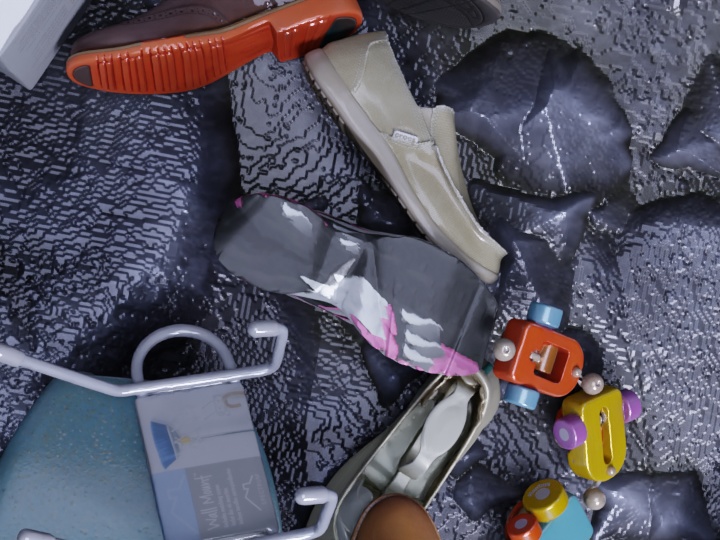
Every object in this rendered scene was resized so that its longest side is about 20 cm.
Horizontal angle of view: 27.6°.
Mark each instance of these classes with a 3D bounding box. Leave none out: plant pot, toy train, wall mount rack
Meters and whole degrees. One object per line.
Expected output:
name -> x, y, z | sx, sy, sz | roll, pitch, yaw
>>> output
plant pot -> -0.143, 0.175, 0.919 | 0.195, 0.196, 0.201 | 6, 71, -7
toy train -> 0.116, 0.125, 0.996 | 0.150, 0.056, 0.201 | 14, 89, -39
wall mount rack -> -0.112, 0.099, 0.822 | 0.173, 0.075, 0.201 | -7, 55, -17

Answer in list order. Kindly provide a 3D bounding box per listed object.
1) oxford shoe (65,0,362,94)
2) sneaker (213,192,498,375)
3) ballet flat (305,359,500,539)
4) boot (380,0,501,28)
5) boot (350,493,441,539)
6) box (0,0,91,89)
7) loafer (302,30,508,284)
oxford shoe -> -0.103, -0.170, 0.978 | 0.199, 0.071, 0.073 | -15, 77, -13
sneaker -> 0.000, 0.000, 0.979 | 0.199, 0.086, 0.081 | 29, 93, -6
ballet flat -> 0.026, 0.141, 0.999 | 0.069, 0.069, 0.200 | 36, 88, -7
boot -> 0.030, -0.264, 0.974 | 0.200, 0.073, 0.151 | 25, 69, -31
boot -> 0.025, 0.211, 0.869 | 0.076, 0.155, 0.201 | 10, 63, 0
box -> -0.215, -0.195, 0.887 | 0.097, 0.200, 0.125 | 33, 87, -7
loafer -> 0.041, -0.079, 0.988 | 0.068, 0.076, 0.200 | -37, 96, 1
